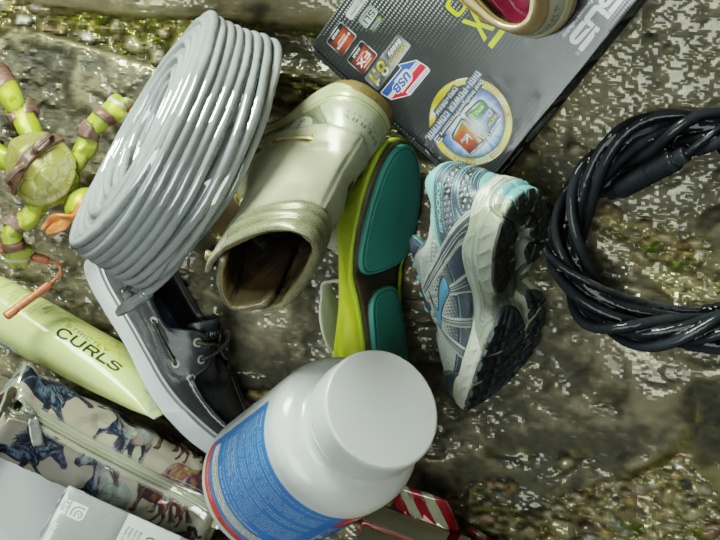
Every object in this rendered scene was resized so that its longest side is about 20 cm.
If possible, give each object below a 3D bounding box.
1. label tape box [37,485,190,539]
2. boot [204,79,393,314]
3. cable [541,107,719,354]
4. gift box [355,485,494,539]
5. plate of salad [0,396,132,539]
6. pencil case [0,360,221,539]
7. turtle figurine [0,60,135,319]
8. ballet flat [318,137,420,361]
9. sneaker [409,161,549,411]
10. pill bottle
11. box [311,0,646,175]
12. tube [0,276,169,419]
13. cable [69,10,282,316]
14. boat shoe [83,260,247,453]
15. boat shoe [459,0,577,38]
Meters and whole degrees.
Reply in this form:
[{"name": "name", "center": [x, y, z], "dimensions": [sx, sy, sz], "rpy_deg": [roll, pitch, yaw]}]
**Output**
[{"name": "label tape box", "center": [-0.147, 0.253, 1.169], "dimensions": [0.200, 0.063, 0.144], "rpy_deg": [24, 152, 3]}, {"name": "boot", "center": [-0.069, -0.032, 1.054], "dimensions": [0.072, 0.155, 0.200], "rpy_deg": [38, 138, -18]}, {"name": "cable", "center": [0.212, -0.026, 1.003], "dimensions": [0.200, 0.051, 0.164], "rpy_deg": [8, 107, 23]}, {"name": "gift box", "center": [0.035, 0.276, 1.087], "dimensions": [0.200, 0.187, 0.185], "rpy_deg": [25, 113, 10]}, {"name": "plate of salad", "center": [-0.235, 0.190, 1.262], "dimensions": [0.199, 0.048, 0.201], "rpy_deg": [4, 109, 11]}, {"name": "pencil case", "center": [-0.190, 0.144, 1.170], "dimensions": [0.200, 0.089, 0.078], "rpy_deg": [28, 90, -7]}, {"name": "turtle figurine", "center": [-0.257, -0.076, 1.177], "dimensions": [0.161, 0.064, 0.200], "rpy_deg": [40, 98, 17]}, {"name": "ballet flat", "center": [0.000, 0.000, 1.103], "dimensions": [0.067, 0.067, 0.201], "rpy_deg": [15, 111, 37]}, {"name": "sneaker", "center": [0.077, 0.008, 1.054], "dimensions": [0.086, 0.078, 0.200], "rpy_deg": [33, 137, 31]}, {"name": "pill bottle", "center": [-0.028, 0.127, 1.070], "dimensions": [0.112, 0.112, 0.200], "rpy_deg": [54, 147, 3]}, {"name": "box", "center": [0.084, -0.175, 1.025], "dimensions": [0.160, 0.044, 0.200], "rpy_deg": [43, 117, 9]}, {"name": "tube", "center": [-0.221, 0.065, 1.220], "dimensions": [0.200, 0.058, 0.052], "rpy_deg": [26, 151, 22]}, {"name": "cable", "center": [-0.129, -0.085, 1.066], "dimensions": [0.069, 0.200, 0.200], "rpy_deg": [28, 149, -18]}, {"name": "boat shoe", "center": [-0.135, 0.050, 1.178], "dimensions": [0.066, 0.070, 0.200], "rpy_deg": [-38, 79, 29]}, {"name": "boat shoe", "center": [0.058, -0.229, 0.958], "dimensions": [0.074, 0.069, 0.200], "rpy_deg": [-43, 84, 27]}]
